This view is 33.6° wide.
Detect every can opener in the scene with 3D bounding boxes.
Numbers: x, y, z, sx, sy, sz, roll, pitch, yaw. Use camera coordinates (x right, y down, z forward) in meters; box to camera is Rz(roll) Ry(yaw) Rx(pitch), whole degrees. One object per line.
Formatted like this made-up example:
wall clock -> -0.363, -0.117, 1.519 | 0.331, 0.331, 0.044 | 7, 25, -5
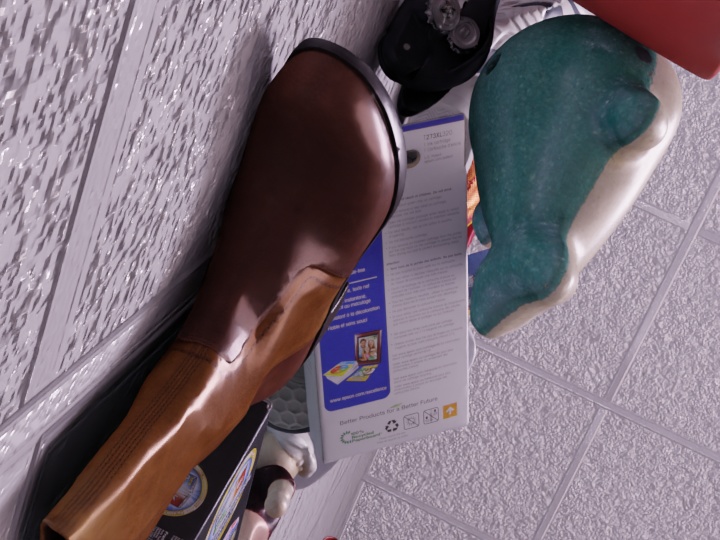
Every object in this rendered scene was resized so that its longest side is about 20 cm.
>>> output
can opener -> 0.072, -0.187, 0.717 | 0.202, 0.063, 0.078 | -60, -164, -11

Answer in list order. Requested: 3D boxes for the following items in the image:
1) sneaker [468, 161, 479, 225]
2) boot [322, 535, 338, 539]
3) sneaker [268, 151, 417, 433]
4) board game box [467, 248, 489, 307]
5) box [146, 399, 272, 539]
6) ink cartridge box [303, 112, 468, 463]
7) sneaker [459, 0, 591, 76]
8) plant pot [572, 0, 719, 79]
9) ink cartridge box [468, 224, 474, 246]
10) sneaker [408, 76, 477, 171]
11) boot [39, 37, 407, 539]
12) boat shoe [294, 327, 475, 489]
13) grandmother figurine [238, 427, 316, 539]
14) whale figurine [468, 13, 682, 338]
sneaker -> 0.078, -0.084, 1.027 | 0.202, 0.076, 0.073 | -61, -140, 20
boot -> -0.065, 0.245, 0.858 | 0.145, 0.072, 0.200 | -50, -170, -6
sneaker -> 0.002, 0.000, 0.769 | 0.204, 0.076, 0.146 | -58, -176, 17
board game box -> 0.073, 0.018, 0.994 | 0.136, 0.197, 0.035 | 70, 3, -81
box -> -0.113, 0.172, 0.576 | 0.161, 0.044, 0.201 | 108, 8, -47
ink cartridge box -> 0.012, 0.010, 0.663 | 0.037, 0.093, 0.203 | -124, -153, -54
sneaker -> 0.117, -0.132, 0.838 | 0.198, 0.079, 0.132 | -31, 124, -40
plant pot -> 0.141, -0.226, 0.615 | 0.200, 0.175, 0.203 | 23, 90, -82
ink cartridge box -> 0.111, -0.139, 1.131 | 0.202, 0.085, 0.148 | -67, 174, 20
sneaker -> 0.062, -0.090, 0.950 | 0.201, 0.073, 0.116 | 114, 1, -48
boot -> -0.065, 0.025, 0.469 | 0.200, 0.068, 0.189 | -51, 173, -41
boat shoe -> 0.006, 0.102, 0.971 | 0.199, 0.071, 0.070 | -39, -174, 2
grandmother figurine -> -0.082, 0.178, 0.831 | 0.121, 0.060, 0.201 | -35, -161, 40
whale figurine -> 0.101, -0.061, 0.668 | 0.159, 0.103, 0.202 | -36, -158, 53
